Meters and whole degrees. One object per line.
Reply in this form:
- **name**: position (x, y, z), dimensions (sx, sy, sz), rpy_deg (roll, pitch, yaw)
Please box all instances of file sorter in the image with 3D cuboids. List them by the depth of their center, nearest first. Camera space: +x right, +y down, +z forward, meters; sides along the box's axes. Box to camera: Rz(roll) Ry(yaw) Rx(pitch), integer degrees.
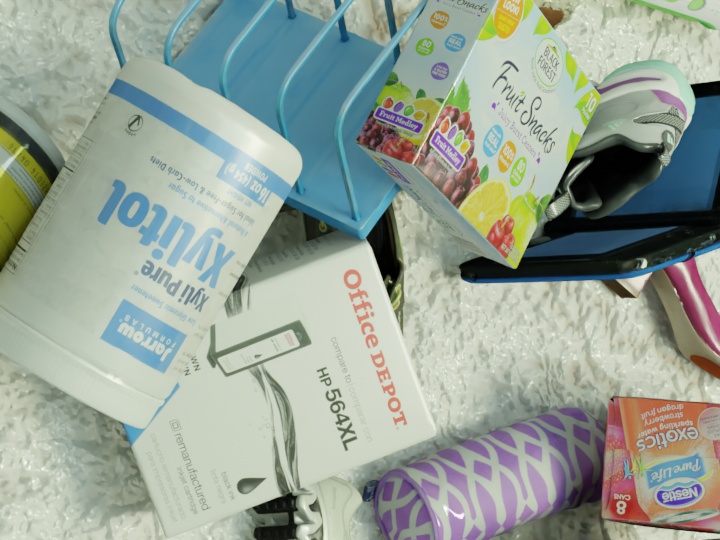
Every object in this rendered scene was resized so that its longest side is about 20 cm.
- **file sorter**: position (-0.050, -0.142, 1.365), dimensions (0.139, 0.199, 0.123), rpy_deg (-54, 155, -23)

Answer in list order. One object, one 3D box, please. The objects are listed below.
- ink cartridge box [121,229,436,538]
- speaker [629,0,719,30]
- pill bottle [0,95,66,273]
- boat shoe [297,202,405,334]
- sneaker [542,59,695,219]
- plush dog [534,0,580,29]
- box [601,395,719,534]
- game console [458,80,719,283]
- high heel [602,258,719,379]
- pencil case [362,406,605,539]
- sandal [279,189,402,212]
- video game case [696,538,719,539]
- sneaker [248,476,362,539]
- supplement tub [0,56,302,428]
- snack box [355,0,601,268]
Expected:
- **ink cartridge box**: position (-0.065, 0.073, 1.385), dimensions (0.199, 0.084, 0.147), rpy_deg (-21, 100, -3)
- **speaker**: position (0.246, -0.255, 1.661), dimensions (0.199, 0.088, 0.089), rpy_deg (11, 82, -33)
- **pill bottle**: position (-0.280, -0.015, 1.273), dimensions (0.112, 0.112, 0.200), rpy_deg (47, 64, -23)
- **boat shoe**: position (-0.003, 0.001, 1.466), dimensions (0.072, 0.060, 0.203), rpy_deg (-19, 116, -17)
- **sneaker**: position (0.144, -0.079, 1.498), dimensions (0.078, 0.199, 0.140), rpy_deg (53, 37, -26)
- **plush dog**: position (0.108, -0.300, 1.539), dimensions (0.171, 0.200, 0.161), rpy_deg (16, 35, -33)
- **box**: position (0.252, 0.154, 1.577), dimensions (0.200, 0.102, 0.095), rpy_deg (29, 66, -73)
- **game console**: position (0.185, -0.066, 1.538), dimensions (0.170, 0.199, 0.119), rpy_deg (-17, 98, -37)
- **high heel**: position (0.288, 0.018, 1.684), dimensions (0.200, 0.067, 0.096), rpy_deg (40, 78, -23)
- **pencil case**: position (0.103, 0.169, 1.548), dimensions (0.199, 0.084, 0.086), rpy_deg (-16, 132, -32)
- **sandal**: position (-0.010, -0.084, 1.493), dimensions (0.200, 0.057, 0.080), rpy_deg (-20, 99, -33)
- **video game case**: position (0.183, 0.222, 1.536), dimensions (0.199, 0.180, 0.026), rpy_deg (1, 80, -34)
- **sneaker**: position (-0.035, 0.242, 1.458), dimensions (0.081, 0.075, 0.202), rpy_deg (9, 83, -43)
- **supplement tub**: position (-0.137, -0.018, 1.265), dimensions (0.132, 0.132, 0.201), rpy_deg (31, 88, -29)
- **snack box**: position (0.084, -0.103, 1.364), dimensions (0.143, 0.053, 0.200), rpy_deg (-64, 151, -8)
